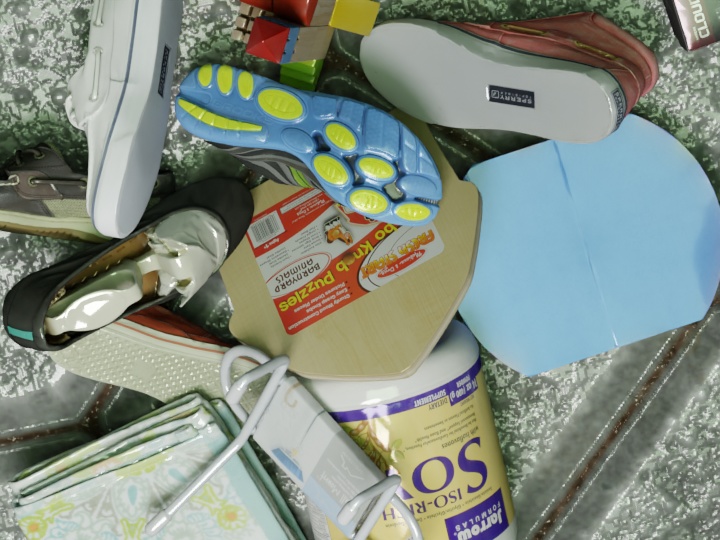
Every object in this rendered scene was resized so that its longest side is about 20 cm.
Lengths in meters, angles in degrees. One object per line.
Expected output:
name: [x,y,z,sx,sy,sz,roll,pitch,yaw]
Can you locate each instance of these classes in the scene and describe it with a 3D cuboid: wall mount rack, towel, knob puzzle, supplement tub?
wall mount rack: [-0.057,0.156,1.639,0.200,0.075,0.174,46,135,17]
towel: [-0.139,0.195,1.758,0.171,0.048,0.200,-24,119,9]
knob puzzle: [0.000,0.000,1.672,0.219,0.220,0.030,-28,143,7]
supplement tub: [0.030,0.146,1.711,0.145,0.145,0.200,-13,104,3]

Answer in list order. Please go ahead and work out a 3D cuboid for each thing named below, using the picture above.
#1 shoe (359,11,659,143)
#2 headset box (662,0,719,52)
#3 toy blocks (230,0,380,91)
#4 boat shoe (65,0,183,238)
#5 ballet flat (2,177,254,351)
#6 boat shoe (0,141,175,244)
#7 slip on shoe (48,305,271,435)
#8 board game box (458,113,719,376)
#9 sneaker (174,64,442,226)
shoe: [0.105,-0.142,1.678,0.200,0.091,0.072,15,121,25]
headset box: [0.270,-0.247,1.646,0.200,0.075,0.149,-20,104,4]
toy blocks: [-0.039,-0.218,1.608,0.100,0.137,0.200,20,100,10]
boat shoe: [-0.169,-0.119,1.656,0.065,0.074,0.200,5,70,12]
ballet flat: [-0.148,0.003,1.654,0.200,0.068,0.068,-31,117,-16]
boat shoe: [-0.222,-0.057,1.682,0.201,0.072,0.066,9,89,-25]
slip on shoe: [-0.129,0.061,1.731,0.200,0.061,0.074,21,127,-18]
board game box: [0.157,-0.021,1.726,0.200,0.039,0.158,-19,99,-1]
sneaker: [-0.031,-0.088,1.668,0.199,0.083,0.071,23,89,15]
